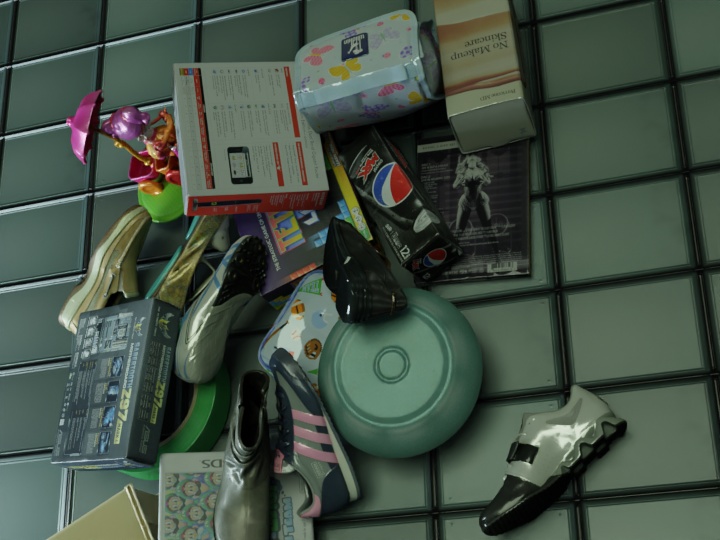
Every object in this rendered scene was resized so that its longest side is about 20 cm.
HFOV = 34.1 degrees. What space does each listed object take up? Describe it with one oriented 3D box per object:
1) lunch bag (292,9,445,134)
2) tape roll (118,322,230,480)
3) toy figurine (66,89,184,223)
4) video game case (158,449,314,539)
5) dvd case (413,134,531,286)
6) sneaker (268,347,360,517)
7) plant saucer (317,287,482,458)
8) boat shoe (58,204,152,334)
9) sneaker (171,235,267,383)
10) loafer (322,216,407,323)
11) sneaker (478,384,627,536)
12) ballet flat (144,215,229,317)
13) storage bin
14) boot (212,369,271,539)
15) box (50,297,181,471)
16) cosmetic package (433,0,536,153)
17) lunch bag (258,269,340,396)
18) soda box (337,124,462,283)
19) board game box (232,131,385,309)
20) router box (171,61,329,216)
[{"bbox_3d":[0.015,-0.248,1.473,0.168,0.200,0.128,-14,100,16],"label":"lunch bag"},{"bbox_3d":[-0.265,0.165,1.510,0.198,0.048,0.203,-7,67,18],"label":"tape roll"},{"bbox_3d":[-0.290,-0.169,1.545,0.199,0.183,0.152,-13,63,36],"label":"toy figurine"},{"bbox_3d":[-0.144,0.306,1.365,0.180,0.024,0.202,0,58,-7],"label":"video game case"},{"bbox_3d":[0.140,-0.082,1.474,0.147,0.016,0.202,-6,68,20],"label":"dvd case"},{"bbox_3d":[-0.073,0.191,1.356,0.081,0.070,0.202,-26,92,-14],"label":"sneaker"},{"bbox_3d":[0.040,0.112,1.346,0.198,0.036,0.202,-5,71,15],"label":"plant saucer"},{"bbox_3d":[-0.325,0.009,1.580,0.076,0.072,0.201,36,106,12],"label":"boat shoe"},{"bbox_3d":[-0.181,0.043,1.461,0.072,0.072,0.201,15,75,41],"label":"sneaker"},{"bbox_3d":[0.000,0.000,1.382,0.071,0.073,0.201,2,32,-14],"label":"loafer"},{"bbox_3d":[0.196,0.209,1.307,0.200,0.074,0.089,-40,61,-9],"label":"sneaker"},{"bbox_3d":[-0.211,-0.026,1.547,0.070,0.071,0.201,33,95,28],"label":"ballet flat"},{"bbox_3d":[-0.300,0.394,1.406,0.199,0.094,0.200,-32,62,6],"label":"storage bin"},{"bbox_3d":[-0.132,0.224,1.328,0.067,0.131,0.202,2,56,-5],"label":"boot"},{"bbox_3d":[-0.302,0.143,1.449,0.157,0.051,0.202,-12,64,41],"label":"box"},{"bbox_3d":[0.156,-0.263,1.489,0.102,0.087,0.202,-13,60,13],"label":"cosmetic package"},{"bbox_3d":[-0.023,0.102,1.430,0.199,0.076,0.161,28,83,27],"label":"lunch bag"},{"bbox_3d":[0.048,-0.085,1.464,0.063,0.071,0.201,-39,55,14],"label":"soda box"},{"bbox_3d":[-0.079,-0.076,1.532,0.164,0.057,0.201,-27,62,8],"label":"board game box"},{"bbox_3d":[-0.143,-0.170,1.488,0.177,0.049,0.202,-3,63,-14],"label":"router box"}]
